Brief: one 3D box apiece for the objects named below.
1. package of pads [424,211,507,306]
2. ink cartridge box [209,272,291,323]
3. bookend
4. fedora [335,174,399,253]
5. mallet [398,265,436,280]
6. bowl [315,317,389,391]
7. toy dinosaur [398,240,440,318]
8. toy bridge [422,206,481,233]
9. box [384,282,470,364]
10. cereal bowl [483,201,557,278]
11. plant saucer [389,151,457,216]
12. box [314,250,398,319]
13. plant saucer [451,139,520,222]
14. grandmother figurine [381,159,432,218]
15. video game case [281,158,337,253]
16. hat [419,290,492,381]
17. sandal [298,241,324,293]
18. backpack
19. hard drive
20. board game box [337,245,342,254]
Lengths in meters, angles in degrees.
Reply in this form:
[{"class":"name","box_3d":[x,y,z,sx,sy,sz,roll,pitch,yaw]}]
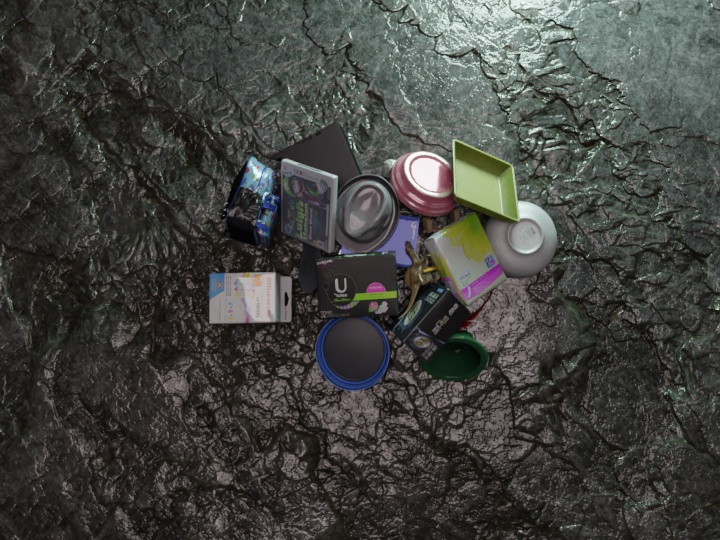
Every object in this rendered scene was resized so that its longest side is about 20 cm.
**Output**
[{"class":"package of pads","box_3d":[0.267,-0.024,1.387,0.153,0.068,0.203,-30,96,-20]},{"class":"ink cartridge box","box_3d":[-0.280,0.073,1.414,0.195,0.125,0.132,-2,84,3]},{"class":"bookend","box_3d":[-0.101,-0.257,1.454,0.195,0.092,0.204,-24,92,9]},{"class":"fedora","box_3d":[0.007,-0.144,1.356,0.176,0.090,0.201,38,95,2]},{"class":"mallet","box_3d":[0.173,-0.011,1.446,0.195,0.041,0.068,-7,86,6]},{"class":"bowl","box_3d":[-0.019,0.210,1.413,0.195,0.039,0.206,1,96,9]},{"class":"toy dinosaur","box_3d":[0.145,0.022,1.351,0.057,0.100,0.205,19,66,-38]},{"class":"toy bridge","box_3d":[0.252,-0.135,1.437,0.196,0.027,0.068,-21,122,-14]},{"class":"box","box_3d":[0.160,0.118,1.344,0.086,0.200,0.164,42,89,-12]},{"class":"cereal bowl","box_3d":[0.421,-0.085,1.416,0.195,0.083,0.205,0,84,4]},{"class":"plant saucer","box_3d":[0.176,-0.237,1.412,0.196,0.051,0.204,9,56,-14]},{"class":"box","box_3d":[-0.004,0.034,1.352,0.195,0.124,0.153,-4,96,6]},{"class":"plant saucer","box_3d":[0.311,-0.221,1.398,0.196,0.048,0.203,19,53,-18]},{"class":"grandmother figurine","box_3d":[0.131,-0.222,1.459,0.121,0.061,0.200,-40,80,-22]},{"class":"video game case","box_3d":[-0.136,-0.166,1.393,0.179,0.023,0.204,23,123,32]},{"class":"hat","box_3d":[0.253,0.169,1.425,0.195,0.168,0.178,-2,40,8]},{"class":"sandal","box_3d":[-0.124,-0.039,1.454,0.075,0.043,0.205,-6,75,27]},{"class":"backpack","box_3d":[-0.274,-0.182,1.420,0.132,0.183,0.204,17,74,-4]},{"class":"hard drive","box_3d":[0.051,-0.083,1.421,0.195,0.025,0.135,7,85,3]},{"class":"board game box","box_3d":[0.000,0.000,1.449,0.151,0.040,0.203,29,87,5]}]
